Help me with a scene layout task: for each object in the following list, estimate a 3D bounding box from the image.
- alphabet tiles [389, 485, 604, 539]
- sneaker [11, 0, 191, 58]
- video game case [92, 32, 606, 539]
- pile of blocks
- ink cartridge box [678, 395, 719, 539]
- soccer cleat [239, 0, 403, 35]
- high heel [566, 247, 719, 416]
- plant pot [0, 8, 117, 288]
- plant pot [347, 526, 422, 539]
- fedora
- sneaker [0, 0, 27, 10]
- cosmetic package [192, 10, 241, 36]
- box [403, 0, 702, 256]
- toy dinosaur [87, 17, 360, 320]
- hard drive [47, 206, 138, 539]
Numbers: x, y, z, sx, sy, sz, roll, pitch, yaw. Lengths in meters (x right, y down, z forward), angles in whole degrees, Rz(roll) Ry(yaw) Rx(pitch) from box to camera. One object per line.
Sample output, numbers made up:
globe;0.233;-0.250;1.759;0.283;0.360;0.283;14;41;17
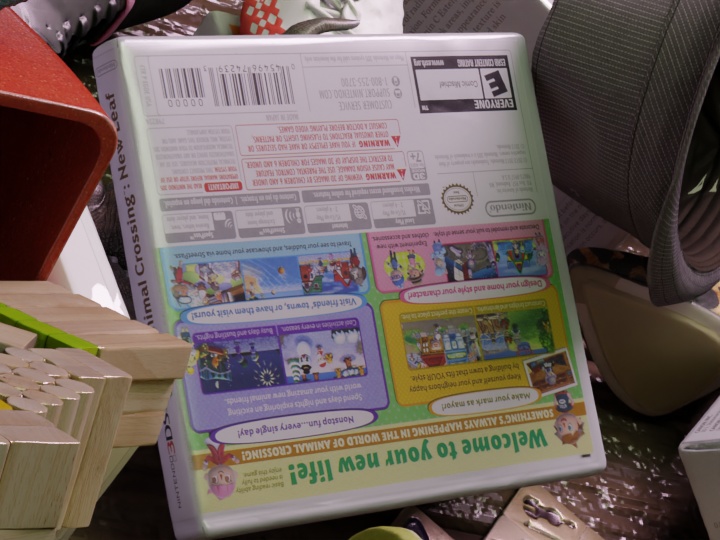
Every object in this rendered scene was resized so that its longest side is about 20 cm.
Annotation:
alphabet tiles;0.069;0.164;0.984;0.167;0.008;0.200;41;35;2
sneaker;-0.135;-0.091;1.031;0.200;0.071;0.099;-8;61;-42
video game case;0.000;0.000;0.939;0.200;0.022;0.182;-5;81;-39
pile of blocks;-0.107;0.049;0.679;0.082;0.062;0.200;18;10;4
ink cartridge box;0.224;0.109;1.123;0.200;0.044;0.174;-41;115;-51
soccer cleat;-0.010;-0.133;1.045;0.069;0.085;0.200;20;38;-24
high heel;0.154;0.001;1.171;0.200;0.071;0.143;33;39;-37
plant pot;-0.227;-0.038;0.796;0.200;0.200;0.176;11;33;-34
plant pot;-0.088;0.159;0.714;0.184;0.200;0.200;12;43;-17
fedora;0.126;-0.078;1.041;0.090;0.177;0.200;20;0;20
sneaker;-0.135;-0.110;0.739;0.096;0.079;0.200;30;26;-13
cosmetic package;-0.013;-0.009;1.042;0.101;0.071;0.200;8;47;-36
box;0.091;-0.118;1.220;0.200;0.106;0.152;44;36;5
toy dinosaur;-0.073;-0.023;0.967;0.200;0.077;0.102;-30;57;-14
hard drive;-0.137;0.006;0.864;0.027;0.132;0.200;3;49;-38
